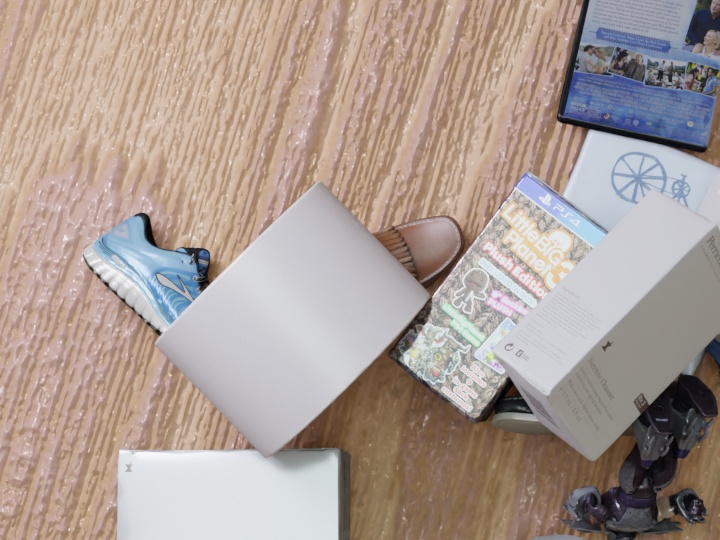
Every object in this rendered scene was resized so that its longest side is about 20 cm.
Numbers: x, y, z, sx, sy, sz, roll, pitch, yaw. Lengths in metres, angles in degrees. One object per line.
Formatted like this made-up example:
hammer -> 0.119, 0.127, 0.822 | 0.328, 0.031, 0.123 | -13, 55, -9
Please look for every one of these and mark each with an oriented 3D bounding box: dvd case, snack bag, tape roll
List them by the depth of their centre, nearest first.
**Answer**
tape roll -> -0.057, 0.042, 1.479 | 0.139, 0.203, 0.203 | 45, 87, -1
snack bag -> 0.267, -0.019, 1.616 | 0.188, 0.021, 0.201 | 24, 87, 8
dvd case -> 0.274, -0.219, 1.633 | 0.142, 0.018, 0.201 | 12, 77, 7

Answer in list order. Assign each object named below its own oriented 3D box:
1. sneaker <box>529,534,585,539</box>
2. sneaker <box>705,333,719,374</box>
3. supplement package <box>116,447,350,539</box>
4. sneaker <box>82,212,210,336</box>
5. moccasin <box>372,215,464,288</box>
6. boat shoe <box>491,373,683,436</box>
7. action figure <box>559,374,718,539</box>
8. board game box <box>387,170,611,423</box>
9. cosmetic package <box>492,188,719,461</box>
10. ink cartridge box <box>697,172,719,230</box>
sneaker -> 0.125, 0.312, 1.559 | 0.199, 0.076, 0.105 | -22, 92, 9
sneaker -> 0.377, 0.077, 1.566 | 0.200, 0.089, 0.079 | 36, 74, -12
supplement package -> -0.112, 0.239, 1.561 | 0.199, 0.111, 0.157 | -1, 82, 5
sneaker -> -0.163, 0.021, 1.614 | 0.200, 0.078, 0.090 | 42, 83, 8
moccasin -> 0.000, -0.002, 1.603 | 0.200, 0.078, 0.074 | -15, 80, 2
boat shoe -> 0.207, 0.116, 1.548 | 0.199, 0.074, 0.061 | 3, 80, -21
action figure -> 0.248, 0.186, 1.523 | 0.130, 0.201, 0.069 | -4, 42, -21
board game box -> 0.128, 0.027, 1.537 | 0.097, 0.159, 0.200 | 37, 92, 8
cosmetic package -> 0.218, 0.045, 1.441 | 0.200, 0.113, 0.081 | -44, 44, -7
ink cartridge box -> 0.399, -0.009, 1.524 | 0.199, 0.146, 0.084 | 27, 86, -3
